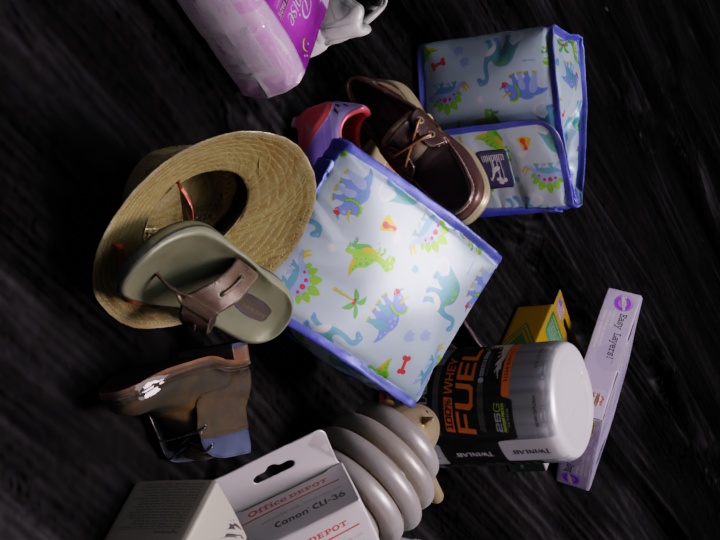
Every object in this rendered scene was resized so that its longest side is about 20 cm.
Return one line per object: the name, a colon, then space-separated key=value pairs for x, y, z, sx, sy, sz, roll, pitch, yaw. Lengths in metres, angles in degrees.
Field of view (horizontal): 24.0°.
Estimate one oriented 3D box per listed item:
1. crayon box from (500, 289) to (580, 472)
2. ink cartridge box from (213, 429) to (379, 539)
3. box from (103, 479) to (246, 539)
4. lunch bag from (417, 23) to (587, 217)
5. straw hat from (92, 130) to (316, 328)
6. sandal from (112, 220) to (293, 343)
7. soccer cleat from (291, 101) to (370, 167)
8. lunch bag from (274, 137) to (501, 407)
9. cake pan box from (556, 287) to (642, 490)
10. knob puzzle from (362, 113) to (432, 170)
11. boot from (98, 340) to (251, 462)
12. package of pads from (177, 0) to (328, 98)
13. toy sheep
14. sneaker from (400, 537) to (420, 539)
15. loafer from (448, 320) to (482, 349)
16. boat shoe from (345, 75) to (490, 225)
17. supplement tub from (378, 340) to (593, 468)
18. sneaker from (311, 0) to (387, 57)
crayon box: x=0.212 y=0.132 z=2.056 sx=0.200 sy=0.051 sz=0.126 roll=-59 pitch=135 yaw=-48
ink cartridge box: x=-0.040 y=0.249 z=1.464 sx=0.201 sy=0.116 sz=0.068 roll=67 pitch=-6 yaw=-29
box: x=-0.164 y=0.251 z=1.279 sx=0.069 sy=0.082 sz=0.200 roll=66 pitch=34 yaw=-33
lunch bag: x=0.160 y=-0.161 z=1.886 sx=0.127 sy=0.169 sz=0.201 roll=-1 pitch=87 yaw=-63
straw hat: x=-0.142 y=-0.055 z=1.359 sx=0.085 sy=0.201 sz=0.201 roll=51 pitch=6 yaw=37
sandal: x=-0.112 y=0.018 z=1.340 sx=0.201 sy=0.080 sz=0.057 roll=25 pitch=21 yaw=-50
soccer cleat: x=-0.022 y=-0.062 z=1.616 sx=0.067 sy=0.076 sz=0.201 roll=7 pitch=79 yaw=-62
lunch bag: x=0.000 y=0.000 z=1.531 sx=0.200 sy=0.127 sz=0.171 roll=36 pitch=80 yaw=-42
cake pan box: x=0.301 y=0.147 z=2.128 sx=0.185 sy=0.052 sz=0.201 roll=90 pitch=20 yaw=-58
knob puzzle: x=0.034 y=-0.073 z=1.758 sx=0.219 sy=0.030 sz=0.221 roll=-19 pitch=112 yaw=-57
boot: x=-0.137 y=0.116 z=1.362 sx=0.200 sy=0.074 sz=0.098 roll=-15 pitch=95 yaw=-64
package of pads: x=-0.108 y=-0.260 z=1.493 sx=0.200 sy=0.075 sz=0.121 roll=55 pitch=42 yaw=-44
toy sheep: x=0.003 y=0.198 z=1.564 sx=0.200 sy=0.137 sz=0.138 roll=-48 pitch=130 yaw=-26
sneaker: x=0.064 y=0.298 z=1.702 sx=0.200 sy=0.086 sz=0.075 roll=10 pitch=78 yaw=-61
loafer: x=0.080 y=0.040 z=1.768 sx=0.072 sy=0.063 sz=0.200 roll=-64 pitch=145 yaw=-28
boat shoe: x=0.048 y=-0.120 z=1.622 sx=0.072 sy=0.072 sz=0.200 roll=21 pitch=28 yaw=-50
supplement tub: x=0.127 y=0.139 z=1.731 sx=0.122 sy=0.199 sz=0.123 roll=23 pitch=64 yaw=-59
sneaker: x=-0.003 y=-0.287 z=1.697 sx=0.075 sy=0.081 sz=0.201 roll=61 pitch=34 yaw=-34
